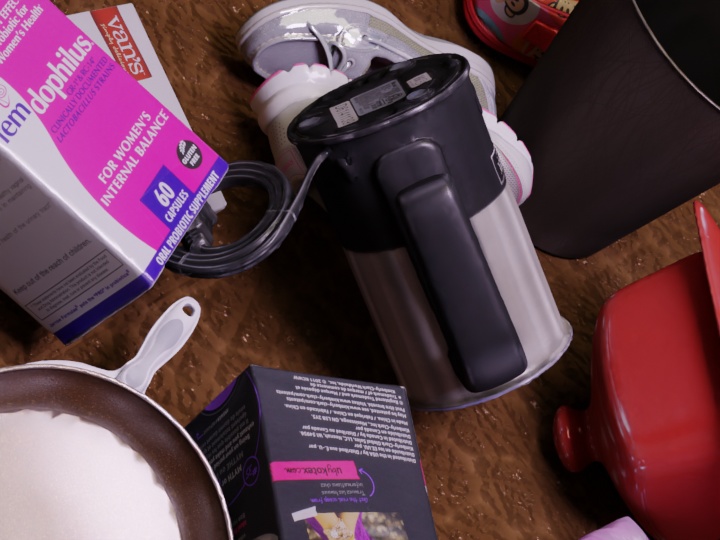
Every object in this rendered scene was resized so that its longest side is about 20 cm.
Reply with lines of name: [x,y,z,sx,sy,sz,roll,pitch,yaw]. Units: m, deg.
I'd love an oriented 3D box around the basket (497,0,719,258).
basket: [0.181,-0.105,1.617,0.136,0.200,0.180,-25,75,-45]

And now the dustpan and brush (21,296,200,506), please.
dustpan and brush: [-0.147,0.085,1.321,0.140,0.057,0.200,41,43,-5]

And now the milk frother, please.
milk frother: [0.000,0.000,1.440,0.181,0.200,0.188,-68,138,-65]

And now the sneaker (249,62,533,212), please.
sneaker: [0.022,-0.062,1.558,0.200,0.081,0.088,12,56,-23]

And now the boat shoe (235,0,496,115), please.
boat shoe: [0.010,-0.125,1.595,0.202,0.074,0.065,18,45,-35]

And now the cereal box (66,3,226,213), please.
cereal box: [-0.186,-0.074,1.414,0.200,0.040,0.144,-20,81,-44]

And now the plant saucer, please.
plant saucer: [-0.163,0.149,1.240,0.200,0.032,0.200,5,75,-20]

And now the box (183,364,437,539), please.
box: [-0.030,0.169,1.303,0.106,0.122,0.200,11,53,-32]

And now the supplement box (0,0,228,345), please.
supplement box: [-0.188,-0.072,1.312,0.200,0.103,0.101,41,50,-15]

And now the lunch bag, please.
lunch bag: [0.171,-0.198,1.767,0.200,0.082,0.176,22,48,-24]

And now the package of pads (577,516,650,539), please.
package of pads: [0.145,0.213,1.382,0.121,0.076,0.200,55,14,11]

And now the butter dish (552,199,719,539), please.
butter dish: [0.195,0.093,1.530,0.200,0.148,0.200,60,18,-54]
